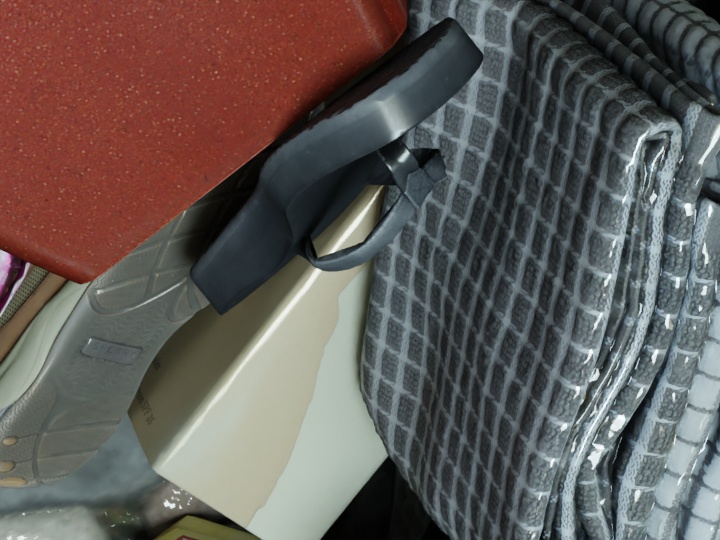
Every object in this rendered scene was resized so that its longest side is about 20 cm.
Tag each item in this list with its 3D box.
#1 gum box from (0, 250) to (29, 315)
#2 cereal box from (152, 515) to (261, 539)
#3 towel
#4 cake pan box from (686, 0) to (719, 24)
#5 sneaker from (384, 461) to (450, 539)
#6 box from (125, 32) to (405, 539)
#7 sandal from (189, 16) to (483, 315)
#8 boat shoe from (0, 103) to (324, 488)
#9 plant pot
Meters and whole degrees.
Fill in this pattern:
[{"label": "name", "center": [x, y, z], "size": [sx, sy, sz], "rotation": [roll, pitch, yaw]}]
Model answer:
[{"label": "gum box", "center": [-0.196, 0.034, 0.812], "size": [0.066, 0.114, 0.201], "rotation": [30, 100, -25]}, {"label": "cereal box", "center": [-0.018, 0.210, 0.928], "size": [0.039, 0.143, 0.202], "rotation": [-33, 125, -47]}, {"label": "towel", "center": [0.065, 0.005, 0.747], "size": [0.085, 0.166, 0.202], "rotation": [0, 113, -19]}, {"label": "cake pan box", "center": [0.151, -0.064, 0.806], "size": [0.052, 0.200, 0.186], "rotation": [24, 78, -21]}, {"label": "sneaker", "center": [0.088, 0.080, 0.942], "size": [0.145, 0.077, 0.204], "rotation": [4, 102, -27]}, {"label": "box", "center": [0.000, 0.000, 0.869], "size": [0.078, 0.095, 0.200], "rotation": [35, 97, -26]}, {"label": "sandal", "center": [-0.001, -0.026, 0.733], "size": [0.076, 0.200, 0.043], "rotation": [-39, 88, -21]}, {"label": "boat shoe", "center": [-0.094, -0.010, 0.843], "size": [0.200, 0.072, 0.076], "rotation": [-48, 146, 12]}, {"label": "plant pot", "center": [-0.090, -0.120, 0.704], "size": [0.199, 0.200, 0.176], "rotation": [-36, 112, 17]}]
